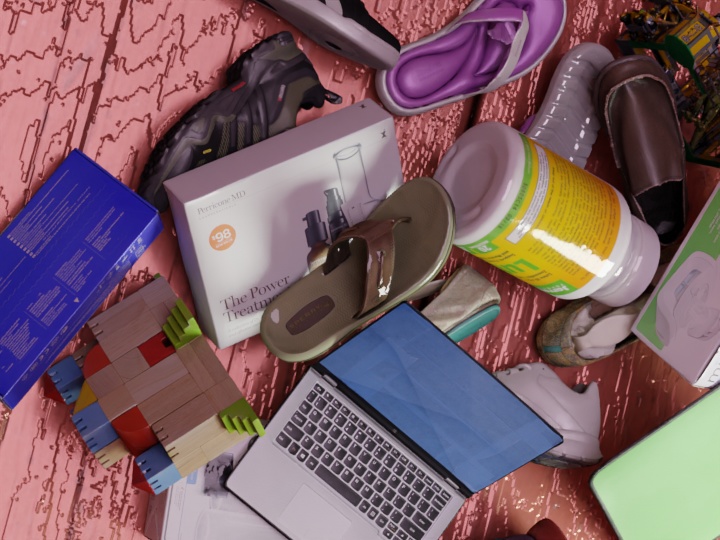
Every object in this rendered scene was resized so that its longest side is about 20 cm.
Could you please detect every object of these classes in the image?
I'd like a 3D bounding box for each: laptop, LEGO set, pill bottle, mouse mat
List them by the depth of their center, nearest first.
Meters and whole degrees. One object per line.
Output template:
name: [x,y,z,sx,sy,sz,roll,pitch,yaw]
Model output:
laptop: [0.027,0.160,1.631,0.187,0.116,0.200,40,77,-14]
pill bottle: [0.166,-0.041,1.710,0.199,0.111,0.112,26,82,-33]
mouse mat: [0.297,0.195,1.778,0.160,0.008,0.200,-34,136,-2]
LEGO set: [0.333,-0.186,1.786,0.116,0.154,0.200,-41,106,-15]

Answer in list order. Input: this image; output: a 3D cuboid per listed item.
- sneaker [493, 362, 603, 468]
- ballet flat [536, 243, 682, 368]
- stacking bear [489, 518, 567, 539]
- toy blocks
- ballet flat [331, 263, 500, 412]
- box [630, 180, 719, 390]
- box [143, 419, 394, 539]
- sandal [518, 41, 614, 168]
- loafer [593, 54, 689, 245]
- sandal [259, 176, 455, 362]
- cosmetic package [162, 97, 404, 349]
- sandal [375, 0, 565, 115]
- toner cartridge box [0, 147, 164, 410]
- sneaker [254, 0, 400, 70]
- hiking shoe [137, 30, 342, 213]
sneaker: [0.131,0.121,1.765,0.199,0.074,0.088,16,73,-26]
ballet flat: [0.256,0.034,1.802,0.199,0.071,0.071,-26,99,-18]
stacking bear: [0.097,0.307,1.729,0.199,0.121,0.114,-21,99,-11]
toy blocks: [-0.179,0.102,1.597,0.136,0.200,0.100,-32,143,-8]
ballet flat: [0.035,0.062,1.735,0.199,0.068,0.062,-32,73,-20]
box: [0.369,0.009,1.754,0.176,0.097,0.201,11,114,-44]
box: [-0.077,0.188,1.687,0.199,0.060,0.118,11,87,-20]
sandal: [0.169,-0.114,1.780,0.082,0.050,0.203,30,92,-32]
loafer: [0.264,-0.105,1.757,0.073,0.071,0.201,-21,127,4]
sandal: [0.000,0.001,1.631,0.201,0.057,0.080,-42,69,-4]
cosmetic package: [-0.056,-0.040,1.666,0.199,0.052,0.152,-24,123,-18]
sandal: [0.108,-0.196,1.747,0.202,0.050,0.083,-33,101,-16]
toner cartridge box: [-0.261,0.006,1.610,0.095,0.043,0.200,37,77,13]
sneaker: [-0.033,-0.266,1.685,0.199,0.073,0.112,30,80,-9]
hiking shoe: [-0.101,-0.109,1.668,0.101,0.076,0.200,45,76,-11]
